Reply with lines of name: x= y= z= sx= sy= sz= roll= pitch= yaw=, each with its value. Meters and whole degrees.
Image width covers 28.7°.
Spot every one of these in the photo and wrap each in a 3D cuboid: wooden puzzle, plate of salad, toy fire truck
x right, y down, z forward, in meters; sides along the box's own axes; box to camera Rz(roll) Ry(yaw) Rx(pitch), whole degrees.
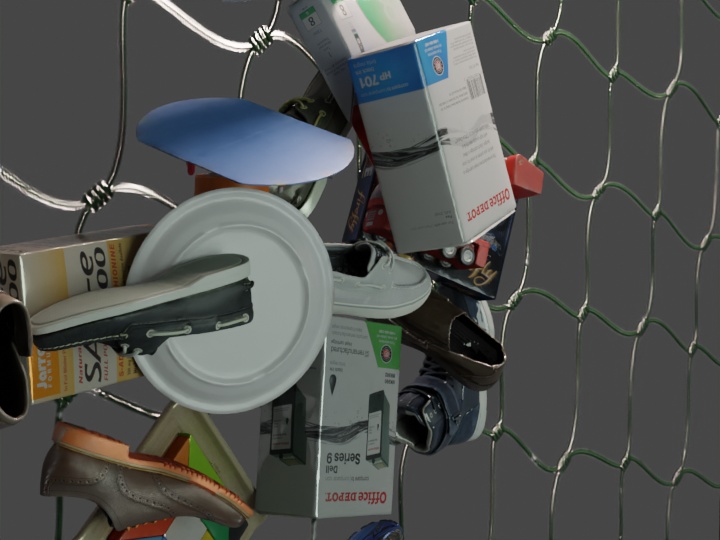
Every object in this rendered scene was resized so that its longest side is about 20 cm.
wooden puzzle: x=-0.175 y=0.251 z=1.337 sx=0.201 sy=0.037 sz=0.186 roll=-53 pitch=131 yaw=-33
plate of salad: x=-0.116 y=0.026 z=1.245 sx=0.197 sy=0.048 sz=0.203 roll=-5 pitch=103 yaw=-24
toy fire truck: x=0.102 y=-0.078 z=1.543 sx=0.198 sy=0.049 sz=0.143 roll=20 pitch=76 yaw=-29

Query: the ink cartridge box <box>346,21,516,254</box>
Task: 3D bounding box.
ink cartridge box: x=0.075 y=-0.135 z=1.413 sx=0.146 sy=0.085 sz=0.203 roll=-32 pitch=110 yaw=-59

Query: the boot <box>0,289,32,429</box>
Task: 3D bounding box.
boot: x=-0.308 y=0.024 z=1.068 sx=0.070 sy=0.145 sz=0.203 roll=-24 pitch=112 yaw=-45

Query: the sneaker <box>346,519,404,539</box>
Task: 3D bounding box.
sneaker: x=0.005 y=0.367 z=1.537 sx=0.075 sy=0.078 sz=0.202 roll=49 pitch=57 yaw=-42

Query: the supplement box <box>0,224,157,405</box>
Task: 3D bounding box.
supplement box: x=-0.231 y=0.033 z=1.220 sx=0.199 sy=0.073 sz=0.128 roll=-13 pitch=103 yaw=-49

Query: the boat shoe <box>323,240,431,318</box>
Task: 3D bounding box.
boat shoe: x=0.000 y=0.000 z=1.470 sx=0.198 sy=0.073 sz=0.069 roll=5 pitch=133 yaw=-32

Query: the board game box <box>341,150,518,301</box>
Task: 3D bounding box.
board game box: x=0.083 y=-0.063 z=1.579 sx=0.198 sy=0.034 sz=0.137 roll=22 pitch=75 yaw=-30

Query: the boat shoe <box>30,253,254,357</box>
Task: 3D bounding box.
boat shoe: x=-0.174 y=0.040 z=1.150 sx=0.198 sy=0.075 sz=0.061 roll=-15 pitch=108 yaw=-24

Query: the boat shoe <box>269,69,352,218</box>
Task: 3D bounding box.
boat shoe: x=-0.056 y=-0.138 z=1.420 sx=0.060 sy=0.072 sz=0.204 roll=40 pitch=55 yaw=-30

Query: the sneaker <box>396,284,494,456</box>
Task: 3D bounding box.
sneaker: x=0.087 y=0.111 z=1.616 sx=0.145 sy=0.076 sz=0.206 roll=-11 pitch=102 yaw=-51

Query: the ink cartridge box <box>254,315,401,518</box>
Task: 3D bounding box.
ink cartridge box: x=-0.031 y=0.152 z=1.453 sx=0.145 sy=0.083 sz=0.203 roll=10 pitch=81 yaw=-55

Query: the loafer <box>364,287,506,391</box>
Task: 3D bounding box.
loafer: x=0.085 y=0.054 z=1.556 sx=0.199 sy=0.071 sz=0.074 roll=32 pitch=61 yaw=-10

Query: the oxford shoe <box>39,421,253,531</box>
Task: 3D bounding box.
oxford shoe: x=-0.192 y=0.201 z=1.259 sx=0.198 sy=0.071 sz=0.074 roll=24 pitch=80 yaw=-19

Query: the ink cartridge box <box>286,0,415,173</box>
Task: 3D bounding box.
ink cartridge box: x=0.021 y=-0.204 z=1.450 sx=0.202 sy=0.050 sz=0.161 roll=60 pitch=31 yaw=-2

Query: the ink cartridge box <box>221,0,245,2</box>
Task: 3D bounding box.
ink cartridge box: x=-0.064 y=-0.307 z=1.361 sx=0.199 sy=0.115 sz=0.069 roll=-28 pitch=113 yaw=-45

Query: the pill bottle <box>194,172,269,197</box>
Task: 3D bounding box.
pill bottle: x=-0.120 y=0.009 z=1.329 sx=0.106 sy=0.105 sz=0.203 roll=-8 pitch=99 yaw=-50

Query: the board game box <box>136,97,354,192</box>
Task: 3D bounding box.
board game box: x=-0.107 y=-0.102 z=1.278 sx=0.157 sy=0.198 sz=0.039 roll=-30 pitch=135 yaw=-50
